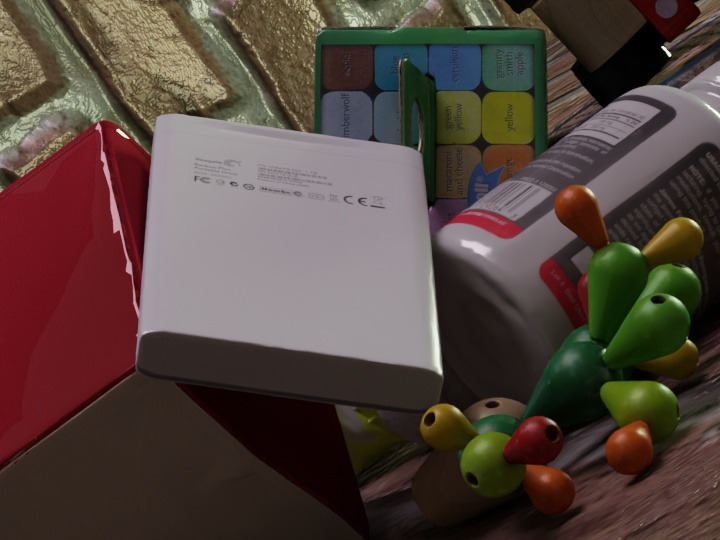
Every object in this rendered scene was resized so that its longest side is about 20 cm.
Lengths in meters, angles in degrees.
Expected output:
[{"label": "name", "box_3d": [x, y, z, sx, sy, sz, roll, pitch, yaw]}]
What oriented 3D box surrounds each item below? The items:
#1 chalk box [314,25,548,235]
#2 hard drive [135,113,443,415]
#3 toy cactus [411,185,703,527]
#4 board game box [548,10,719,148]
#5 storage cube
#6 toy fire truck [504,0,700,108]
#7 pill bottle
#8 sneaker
[{"label": "chalk box", "box_3d": [0.038, -0.054, 1.511, 0.123, 0.125, 0.200, 0, -12, 2]}, {"label": "hard drive", "box_3d": [-0.033, -0.007, 1.313, 0.200, 0.131, 0.027, -93, 13, -60]}, {"label": "toy cactus", "box_3d": [0.074, 0.055, 1.245, 0.165, 0.102, 0.200, -43, 8, 38]}, {"label": "board game box", "box_3d": [0.198, -0.076, 1.590, 0.159, 0.097, 0.200, -35, 5, -12]}, {"label": "storage cube", "box_3d": [-0.126, 0.075, 1.392, 0.200, 0.171, 0.180, -35, 39, 15]}, {"label": "toy fire truck", "box_3d": [0.183, -0.179, 1.554, 0.200, 0.129, 0.176, -43, 4, 6]}, {"label": "pill bottle", "box_3d": [0.131, -0.020, 1.400, 0.200, 0.111, 0.111, -36, 5, -25]}, {"label": "sneaker", "box_3d": [0.018, 0.058, 1.593, 0.200, 0.076, 0.105, -32, 4, 34]}]
